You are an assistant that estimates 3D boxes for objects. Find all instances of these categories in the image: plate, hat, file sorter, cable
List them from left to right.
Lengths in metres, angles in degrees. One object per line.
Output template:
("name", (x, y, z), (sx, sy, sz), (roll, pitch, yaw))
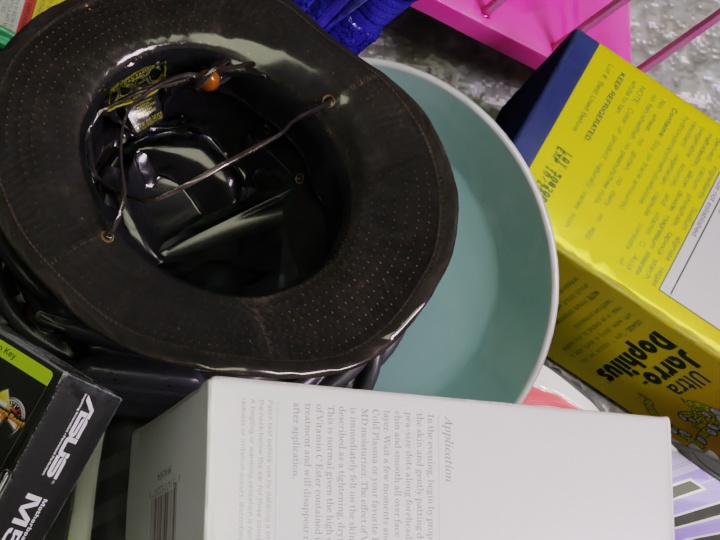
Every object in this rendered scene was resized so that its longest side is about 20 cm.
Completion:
("hat", (-0.064, -0.024, 0.844), (0.199, 0.081, 0.202), (8, 57, -12))
("cable", (-0.068, -0.008, 0.908), (0.199, 0.051, 0.164), (6, 66, -14))
("plate", (0.000, 0.000, 0.958), (0.201, 0.200, 0.026), (57, 23, 6))
("file sorter", (0.093, -0.202, 1.016), (0.199, 0.125, 0.140), (23, 52, -28))

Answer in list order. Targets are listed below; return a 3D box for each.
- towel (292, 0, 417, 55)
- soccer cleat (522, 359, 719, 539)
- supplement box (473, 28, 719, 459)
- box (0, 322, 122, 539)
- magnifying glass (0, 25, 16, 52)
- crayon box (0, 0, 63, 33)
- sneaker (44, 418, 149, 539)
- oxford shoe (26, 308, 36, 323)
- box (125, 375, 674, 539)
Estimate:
("towel", (-0.017, -0.180, 0.923), (0.049, 0.200, 0.148), (-27, 83, -53))
("soccer cleat", (0.121, 0.109, 0.999), (0.199, 0.068, 0.073), (30, 67, -2))
("supplement box", (0.146, -0.006, 1.020), (0.199, 0.110, 0.109), (34, 66, -4))
("box", (-0.219, 0.088, 0.816), (0.199, 0.047, 0.194), (26, 84, 31))
("magnifying glass", (-0.128, -0.043, 0.934), (0.200, 0.022, 0.080), (38, 50, -13))
("crayon box", (-0.133, -0.130, 1.001), (0.199, 0.051, 0.128), (18, 68, -11))
("sneaker", (-0.097, 0.111, 0.922), (0.082, 0.072, 0.201), (13, 77, -2))
("oxford shoe", (-0.189, -0.051, 0.956), (0.200, 0.071, 0.074), (42, 52, -9))
("box", (0.014, 0.110, 0.839), (0.199, 0.124, 0.098), (7, 73, -20))
